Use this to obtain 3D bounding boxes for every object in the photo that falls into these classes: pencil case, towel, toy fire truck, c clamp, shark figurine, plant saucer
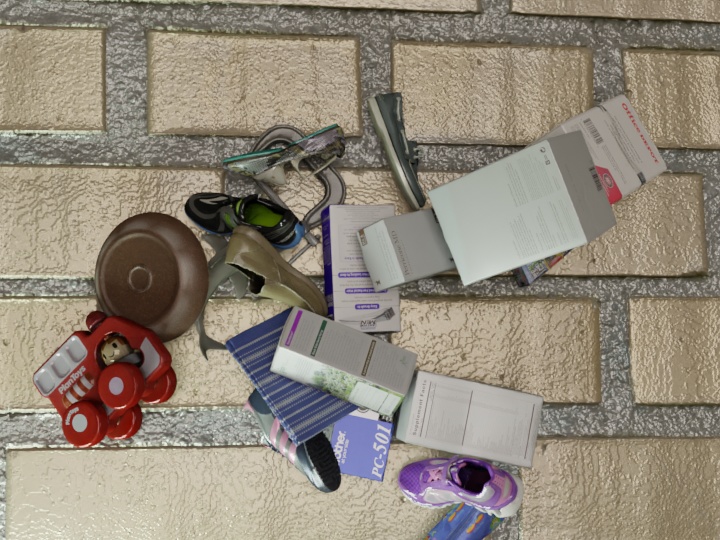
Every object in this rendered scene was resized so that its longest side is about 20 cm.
[{"bbox_3d":[0.150,0.407,1.311,0.078,0.087,0.200,41,80,16],"label":"pencil case"},{"bbox_3d":[-0.096,0.153,1.293,0.144,0.024,0.200,-27,68,-31],"label":"towel"},{"bbox_3d":[-0.379,0.152,1.256,0.200,0.112,0.168,-45,74,12],"label":"toy fire truck"},{"bbox_3d":[-0.115,-0.127,1.365,0.171,0.027,0.200,-36,90,-8],"label":"c clamp"},{"bbox_3d":[-0.222,0.021,1.309,0.128,0.090,0.215,29,83,1],"label":"shark figurine"},{"bbox_3d":[-0.323,0.012,1.283,0.199,0.037,0.202,1,92,19],"label":"plant saucer"}]

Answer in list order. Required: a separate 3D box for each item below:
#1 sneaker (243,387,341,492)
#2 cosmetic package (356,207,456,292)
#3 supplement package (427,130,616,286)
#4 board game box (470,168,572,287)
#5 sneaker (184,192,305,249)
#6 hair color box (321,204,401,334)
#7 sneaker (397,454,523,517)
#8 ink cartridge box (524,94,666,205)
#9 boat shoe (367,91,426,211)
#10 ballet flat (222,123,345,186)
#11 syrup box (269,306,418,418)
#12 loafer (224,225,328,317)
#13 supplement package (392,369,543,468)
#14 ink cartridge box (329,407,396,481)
[{"bbox_3d":[-0.105,0.259,1.297,0.082,0.070,0.200,-42,69,23],"label":"sneaker"},{"bbox_3d":[0.099,-0.040,1.312,0.199,0.074,0.102,-16,86,-42],"label":"cosmetic package"},{"bbox_3d":[0.236,-0.092,1.245,0.199,0.150,0.152,-21,91,35],"label":"supplement package"},{"bbox_3d":[0.279,-0.113,1.390,0.200,0.062,0.200,-39,90,-8],"label":"board game box"},{"bbox_3d":[-0.179,-0.091,1.307,0.199,0.083,0.071,15,62,20],"label":"sneaker"},{"bbox_3d":[0.000,0.000,1.339,0.109,0.065,0.201,0,82,-16],"label":"hair color box"},{"bbox_3d":[0.139,0.311,1.277,0.199,0.088,0.081,-2,59,34],"label":"sneaker"},{"bbox_3d":[0.376,-0.178,1.353,0.200,0.084,0.145,-28,88,-40],"label":"ink cartridge box"},{"bbox_3d":[0.072,-0.194,1.371,0.062,0.073,0.201,-21,82,-4],"label":"boat shoe"},{"bbox_3d":[-0.113,-0.169,1.329,0.199,0.072,0.072,-20,87,-13],"label":"ballet flat"},{"bbox_3d":[-0.026,0.136,1.264,0.199,0.079,0.082,22,52,-2],"label":"syrup box"},{"bbox_3d":[-0.132,0.017,1.291,0.200,0.076,0.068,44,68,-21],"label":"loafer"},{"bbox_3d":[0.163,0.226,1.317,0.199,0.110,0.114,13,82,-5],"label":"supplement package"},{"bbox_3d":[0.009,0.219,1.335,0.094,0.044,0.201,13,83,-3],"label":"ink cartridge box"}]
